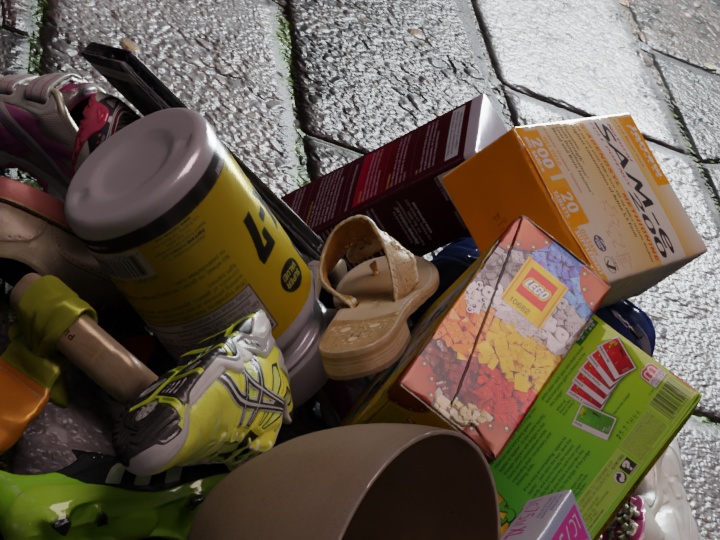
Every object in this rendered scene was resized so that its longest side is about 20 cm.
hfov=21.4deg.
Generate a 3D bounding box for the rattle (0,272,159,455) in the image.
[{"bbox_3d":[-0.190,0.089,1.234,0.129,0.144,0.200,24,-9,0],"label":"rattle"}]

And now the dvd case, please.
[{"bbox_3d":[-0.114,-0.087,1.370,0.200,0.016,0.149,45,-6,-20],"label":"dvd case"}]

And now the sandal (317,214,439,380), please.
[{"bbox_3d":[0.006,-0.001,1.281,0.077,0.070,0.212,-12,19,11],"label":"sandal"}]

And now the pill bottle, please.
[{"bbox_3d":[-0.100,0.000,1.278,0.201,0.114,0.115,56,14,-33],"label":"pill bottle"}]

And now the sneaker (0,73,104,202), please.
[{"bbox_3d":[-0.236,-0.116,1.436,0.199,0.089,0.081,33,29,8],"label":"sneaker"}]

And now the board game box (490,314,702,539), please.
[{"bbox_3d":[0.132,0.136,1.300,0.101,0.048,0.200,36,73,14],"label":"board game box"}]

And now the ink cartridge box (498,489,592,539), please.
[{"bbox_3d":[0.133,0.248,1.150,0.119,0.042,0.202,-38,110,-61],"label":"ink cartridge box"}]

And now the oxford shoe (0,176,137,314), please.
[{"bbox_3d":[-0.192,0.011,1.340,0.199,0.070,0.075,25,59,-14],"label":"oxford shoe"}]

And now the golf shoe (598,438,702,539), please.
[{"bbox_3d":[0.216,0.189,1.407,0.091,0.075,0.200,42,30,-8],"label":"golf shoe"}]

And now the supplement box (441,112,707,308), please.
[{"bbox_3d":[0.158,-0.039,1.371,0.199,0.073,0.127,-14,73,-58],"label":"supplement box"}]

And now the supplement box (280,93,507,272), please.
[{"bbox_3d":[0.020,-0.048,1.461,0.061,0.199,0.109,57,22,-21],"label":"supplement box"}]

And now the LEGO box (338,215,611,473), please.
[{"bbox_3d":[0.059,0.075,1.242,0.077,0.200,0.149,38,61,-1],"label":"LEGO box"}]

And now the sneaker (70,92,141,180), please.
[{"bbox_3d":[-0.138,-0.059,1.354,0.074,0.081,0.200,4,-26,27],"label":"sneaker"}]

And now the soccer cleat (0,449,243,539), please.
[{"bbox_3d":[-0.135,0.139,1.175,0.199,0.068,0.081,1,27,-40],"label":"soccer cleat"}]

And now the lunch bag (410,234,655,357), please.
[{"bbox_3d":[0.128,0.059,1.448,0.199,0.136,0.132,37,30,7],"label":"lunch bag"}]

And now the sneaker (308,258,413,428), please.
[{"bbox_3d":[0.005,0.066,1.379,0.200,0.089,0.081,42,32,21],"label":"sneaker"}]

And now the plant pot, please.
[{"bbox_3d":[-0.024,0.177,1.112,0.133,0.203,0.200,12,18,33],"label":"plant pot"}]

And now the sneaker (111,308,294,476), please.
[{"bbox_3d":[-0.082,0.084,1.142,0.077,0.075,0.200,59,23,-4],"label":"sneaker"}]
